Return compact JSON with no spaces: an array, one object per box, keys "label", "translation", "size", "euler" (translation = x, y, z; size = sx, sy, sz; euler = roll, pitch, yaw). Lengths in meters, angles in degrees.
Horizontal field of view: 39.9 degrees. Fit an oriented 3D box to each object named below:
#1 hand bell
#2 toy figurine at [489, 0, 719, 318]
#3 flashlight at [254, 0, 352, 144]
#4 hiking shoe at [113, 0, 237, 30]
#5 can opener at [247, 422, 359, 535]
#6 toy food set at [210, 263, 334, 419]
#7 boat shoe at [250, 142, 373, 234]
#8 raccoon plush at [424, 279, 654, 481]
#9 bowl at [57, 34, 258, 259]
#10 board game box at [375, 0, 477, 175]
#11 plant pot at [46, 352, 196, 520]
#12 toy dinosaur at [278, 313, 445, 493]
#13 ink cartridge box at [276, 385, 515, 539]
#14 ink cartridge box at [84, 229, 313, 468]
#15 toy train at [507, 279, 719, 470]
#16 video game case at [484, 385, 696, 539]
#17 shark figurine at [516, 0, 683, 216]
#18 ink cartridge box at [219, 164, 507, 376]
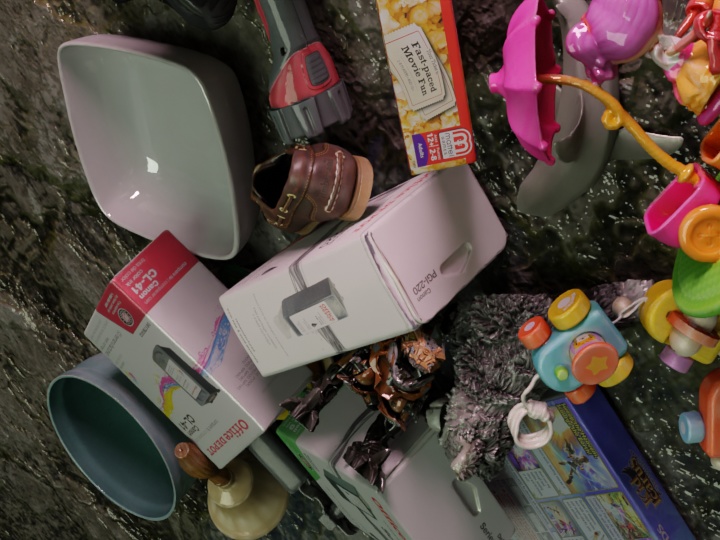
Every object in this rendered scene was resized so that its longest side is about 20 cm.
[{"label":"hand bell","translation":[-0.154,0.220,1.077],"size":[0.103,0.105,0.201],"euler":[24,163,24]},{"label":"toy figurine","translation":[0.169,-0.104,0.559],"size":[0.182,0.151,0.201],"euler":[31,116,-5]},{"label":"flashlight","translation":[-0.068,-0.204,0.775],"size":[0.067,0.068,0.203],"euler":[-18,107,12]},{"label":"hiking shoe","translation":[-0.174,-0.258,0.826],"size":[0.200,0.075,0.101],"euler":[47,149,15]},{"label":"can opener","translation":[-0.065,0.217,1.112],"size":[0.199,0.053,0.067],"euler":[42,104,5]},{"label":"toy food set","translation":[-0.106,0.081,1.033],"size":[0.196,0.049,0.202],"euler":[-7,115,43]},{"label":"boat shoe","translation":[-0.055,-0.071,0.807],"size":[0.200,0.069,0.072],"euler":[171,106,-70]},{"label":"raccoon plush","translation":[0.131,0.087,0.750],"size":[0.198,0.096,0.137],"euler":[-19,66,47]},{"label":"bowl","translation":[-0.174,-0.122,0.918],"size":[0.197,0.075,0.203],"euler":[18,130,30]},{"label":"board game box","translation":[0.031,-0.187,0.633],"size":[0.045,0.152,0.203],"euler":[-10,120,6]},{"label":"plant pot","translation":[-0.247,0.167,1.156],"size":[0.198,0.134,0.203],"euler":[22,133,25]},{"label":"toy dinosaur","translation":[0.020,0.092,0.799],"size":[0.102,0.136,0.200],"euler":[36,170,16]},{"label":"ink cartridge box","translation":[0.028,0.190,0.911],"size":[0.147,0.084,0.199],"euler":[54,161,-23]},{"label":"ink cartridge box","translation":[-0.162,0.080,0.967],"size":[0.200,0.086,0.148],"euler":[45,145,-1]},{"label":"toy train","translation":[0.207,0.083,0.697],"size":[0.196,0.056,0.153],"euler":[-1,108,-3]},{"label":"video game case","translation":[0.176,0.195,0.880],"size":[0.180,0.045,0.202],"euler":[-23,104,49]},{"label":"shark figurine","translation":[0.132,-0.119,0.649],"size":[0.126,0.090,0.217],"euler":[5,126,36]},{"label":"ink cartridge box","translation":[0.000,0.000,0.805],"size":[0.198,0.145,0.086],"euler":[-19,105,46]}]
